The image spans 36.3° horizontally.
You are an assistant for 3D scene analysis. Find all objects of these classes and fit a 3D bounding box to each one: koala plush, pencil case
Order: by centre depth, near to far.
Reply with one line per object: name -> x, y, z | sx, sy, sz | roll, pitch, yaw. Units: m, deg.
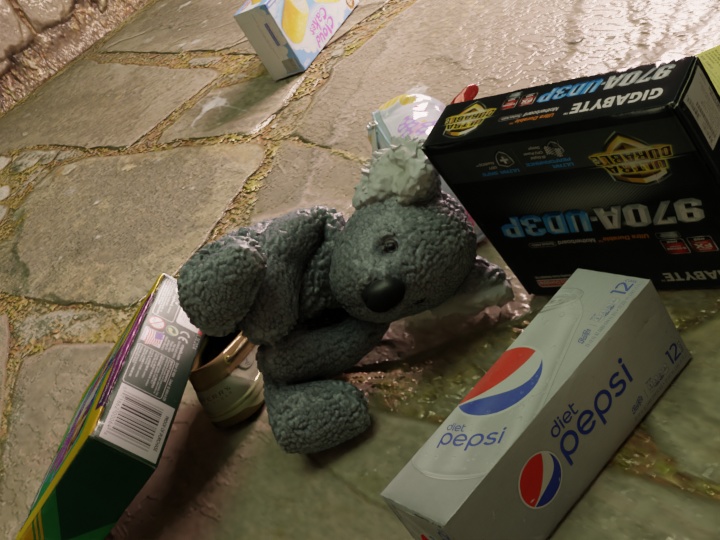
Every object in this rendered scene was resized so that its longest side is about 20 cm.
koala plush -> 0.000, 0.000, 0.824 | 0.200, 0.178, 0.184 | -29, 16, 19
pencil case -> 0.062, -0.093, 0.984 | 0.083, 0.091, 0.200 | -51, 24, 16

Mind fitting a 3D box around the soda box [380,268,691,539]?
soda box -> 0.108, 0.090, 0.655 | 0.200, 0.068, 0.063 | -46, 28, -20

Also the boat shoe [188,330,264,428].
boat shoe -> -0.106, 0.050, 0.969 | 0.074, 0.066, 0.200 | -25, 28, 17

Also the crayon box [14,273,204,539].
crayon box -> -0.197, 0.126, 0.879 | 0.173, 0.058, 0.200 | -53, 15, 32

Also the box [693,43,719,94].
box -> 0.224, -0.108, 0.824 | 0.199, 0.050, 0.075 | -23, 44, 3

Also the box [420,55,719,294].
box -> 0.160, -0.053, 0.729 | 0.200, 0.159, 0.046 | -3, 47, 46

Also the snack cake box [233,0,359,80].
snack cake box -> -0.090, -0.387, 1.627 | 0.067, 0.115, 0.200 | -10, 36, 39

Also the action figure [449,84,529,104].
action figure -> 0.146, -0.113, 0.946 | 0.052, 0.065, 0.200 | -37, 33, -2
